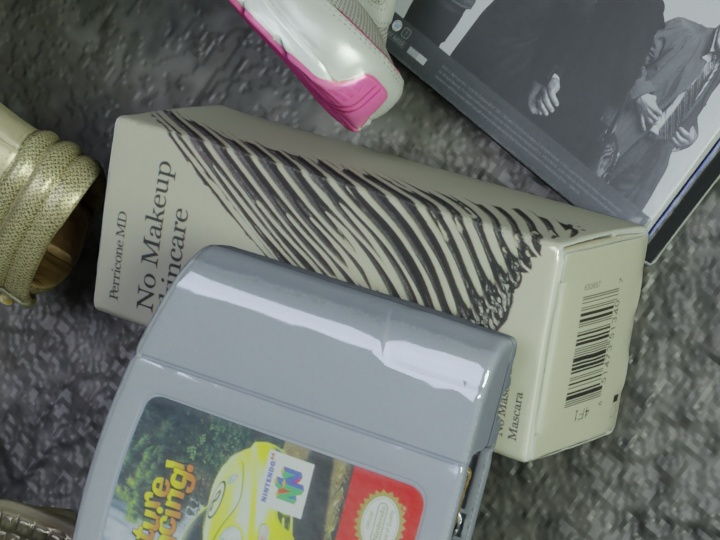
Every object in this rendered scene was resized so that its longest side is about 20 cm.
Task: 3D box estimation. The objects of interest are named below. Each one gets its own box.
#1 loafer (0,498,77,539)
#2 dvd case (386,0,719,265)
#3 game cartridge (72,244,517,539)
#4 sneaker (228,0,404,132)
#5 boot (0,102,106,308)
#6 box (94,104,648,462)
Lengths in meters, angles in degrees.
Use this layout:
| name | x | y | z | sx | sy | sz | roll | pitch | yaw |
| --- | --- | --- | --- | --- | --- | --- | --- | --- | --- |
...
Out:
| name | x | y | z | sx | sy | sz | roll | pitch | yaw |
| --- | --- | --- | --- | --- | --- | --- | --- | --- | --- |
| loafer | -0.058 | 0.137 | 0.832 | 0.199 | 0.068 | 0.076 | 27 | 102 | 16 |
| dvd case | 0.112 | -0.125 | 0.824 | 0.150 | 0.025 | 0.200 | 42 | 100 | 31 |
| game cartridge | -0.033 | 0.100 | 0.765 | 0.132 | 0.041 | 0.201 | 17 | 99 | 22 |
| sneaker | -0.011 | -0.141 | 0.851 | 0.088 | 0.081 | 0.201 | -28 | 50 | 15 |
| boot | -0.189 | -0.037 | 0.938 | 0.155 | 0.200 | 0.073 | 32 | 62 | -5 |
| box | 0.000 | 0.000 | 0.819 | 0.199 | 0.068 | 0.083 | 16 | 105 | 32 |
